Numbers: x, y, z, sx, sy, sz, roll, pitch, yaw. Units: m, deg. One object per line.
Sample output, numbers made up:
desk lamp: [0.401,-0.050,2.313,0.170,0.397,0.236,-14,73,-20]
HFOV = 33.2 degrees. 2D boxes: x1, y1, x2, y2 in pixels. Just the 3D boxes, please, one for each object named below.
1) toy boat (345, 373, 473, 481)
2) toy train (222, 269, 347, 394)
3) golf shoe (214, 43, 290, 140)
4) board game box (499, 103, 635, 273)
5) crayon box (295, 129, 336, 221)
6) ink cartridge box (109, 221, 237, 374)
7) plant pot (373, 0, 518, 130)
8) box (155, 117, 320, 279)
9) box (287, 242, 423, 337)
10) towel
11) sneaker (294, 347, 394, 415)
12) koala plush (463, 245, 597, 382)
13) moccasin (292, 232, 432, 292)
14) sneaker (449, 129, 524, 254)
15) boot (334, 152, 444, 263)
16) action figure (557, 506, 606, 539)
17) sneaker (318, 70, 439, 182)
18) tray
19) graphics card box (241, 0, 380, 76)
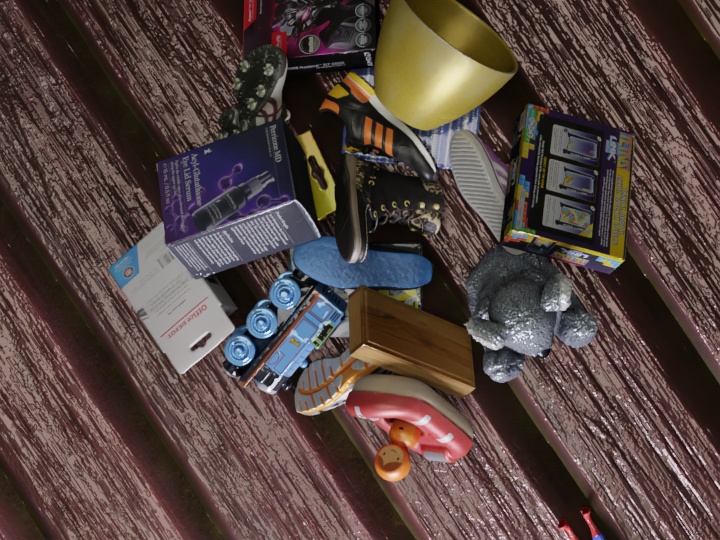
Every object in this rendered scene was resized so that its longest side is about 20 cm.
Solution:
toy boat: [0.059,0.232,1.695,0.200,0.130,0.132,40,63,-33]
toy train: [-0.111,0.090,1.736,0.114,0.087,0.200,39,100,-2]
golf shoe: [-0.139,-0.242,1.717,0.078,0.087,0.201,58,137,26]
board game box: [0.285,-0.113,1.651,0.164,0.057,0.202,15,66,-9]
crayon box: [-0.130,-0.106,1.777,0.198,0.051,0.128,-25,90,10]
ink cartridge box: [-0.266,0.043,1.779,0.116,0.067,0.201,-38,75,9]
plant pot: [0.096,-0.281,1.661,0.200,0.200,0.142,39,117,4]
box: [-0.170,-0.099,1.676,0.198,0.104,0.149,-20,57,9]
box: [-0.007,0.028,1.775,0.197,0.038,0.138,0,94,8]
towel: [0.075,-0.225,1.756,0.197,0.024,0.147,6,93,6]
sneaker: [-0.014,0.160,1.770,0.199,0.077,0.079,-32,50,25]
koala plush: [0.220,0.056,1.662,0.176,0.200,0.185,-26,90,10]
moccasin: [0.000,0.000,1.704,0.198,0.068,0.081,13,86,-5]
sneaker: [0.211,-0.120,1.718,0.202,0.114,0.073,60,144,12]
boot: [0.041,-0.079,1.683,0.149,0.201,0.074,11,128,-14]
action figure: [0.360,0.445,1.750,0.065,0.052,0.201,-32,92,5]
sneaker: [0.025,-0.185,1.715,0.090,0.070,0.200,-42,81,2]
tray: [0.073,0.100,1.690,0.199,0.099,0.037,22,137,-29]
graphics card box: [-0.070,-0.345,1.727,0.197,0.051,0.127,-3,65,8]
